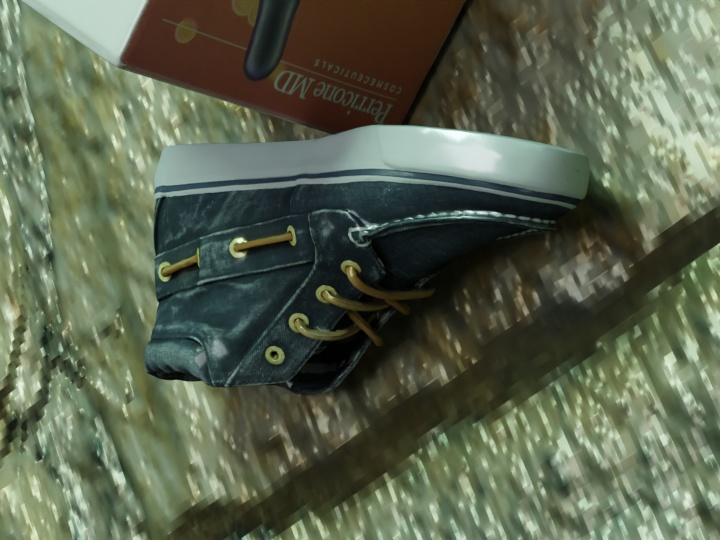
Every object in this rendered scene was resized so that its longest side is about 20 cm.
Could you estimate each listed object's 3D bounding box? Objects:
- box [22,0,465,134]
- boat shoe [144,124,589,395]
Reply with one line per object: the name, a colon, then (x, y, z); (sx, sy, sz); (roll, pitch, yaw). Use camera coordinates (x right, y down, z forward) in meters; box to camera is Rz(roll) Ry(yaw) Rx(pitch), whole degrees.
box: (-0.023, -0.165, 0.900); (0.106, 0.152, 0.200); (36, 104, 37)
boat shoe: (0.000, 0.000, 0.906); (0.200, 0.071, 0.091); (-2, 81, 46)
